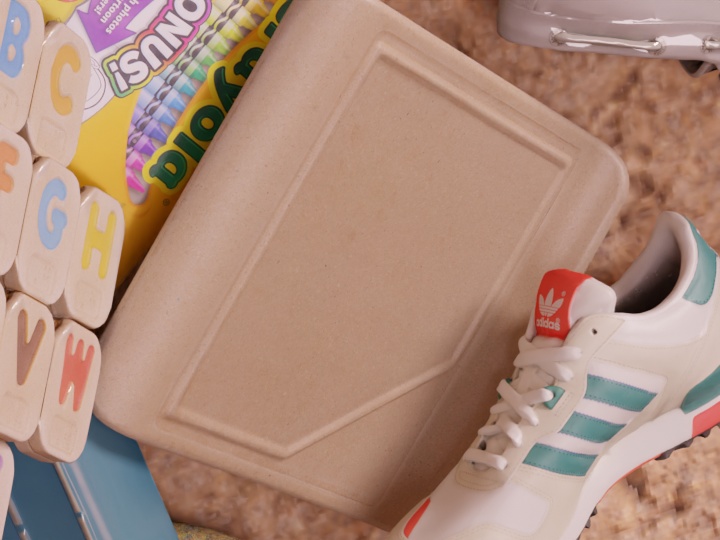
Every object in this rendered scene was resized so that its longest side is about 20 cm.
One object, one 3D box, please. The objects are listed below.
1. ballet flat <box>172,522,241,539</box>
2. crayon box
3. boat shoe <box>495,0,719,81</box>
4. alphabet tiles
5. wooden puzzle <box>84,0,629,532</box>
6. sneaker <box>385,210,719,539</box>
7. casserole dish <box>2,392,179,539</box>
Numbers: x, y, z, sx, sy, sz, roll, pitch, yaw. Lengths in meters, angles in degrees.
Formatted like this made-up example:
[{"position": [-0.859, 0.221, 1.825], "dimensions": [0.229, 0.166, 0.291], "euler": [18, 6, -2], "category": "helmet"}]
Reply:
[{"position": [-0.039, 0.151, 1.097], "dimensions": [0.200, 0.071, 0.071], "euler": [21, 97, -22], "category": "ballet flat"}, {"position": [-0.088, -0.097, 1.018], "dimensions": [0.119, 0.058, 0.200], "euler": [39, 89, -24], "category": "crayon box"}, {"position": [0.147, -0.107, 1.093], "dimensions": [0.200, 0.072, 0.066], "euler": [2, 122, -27], "category": "boat shoe"}, {"position": [-0.129, 0.000, 0.903], "dimensions": [0.015, 0.200, 0.196], "euler": [5, 77, 20], "category": "alphabet tiles"}, {"position": [0.000, 0.000, 1.063], "dimensions": [0.200, 0.037, 0.185], "euler": [27, 94, -46], "category": "wooden puzzle"}, {"position": [0.075, 0.051, 1.094], "dimensions": [0.200, 0.070, 0.093], "euler": [-35, 118, -22], "category": "sneaker"}, {"position": [-0.140, 0.093, 1.032], "dimensions": [0.121, 0.039, 0.200], "euler": [-13, 112, 19], "category": "casserole dish"}]
